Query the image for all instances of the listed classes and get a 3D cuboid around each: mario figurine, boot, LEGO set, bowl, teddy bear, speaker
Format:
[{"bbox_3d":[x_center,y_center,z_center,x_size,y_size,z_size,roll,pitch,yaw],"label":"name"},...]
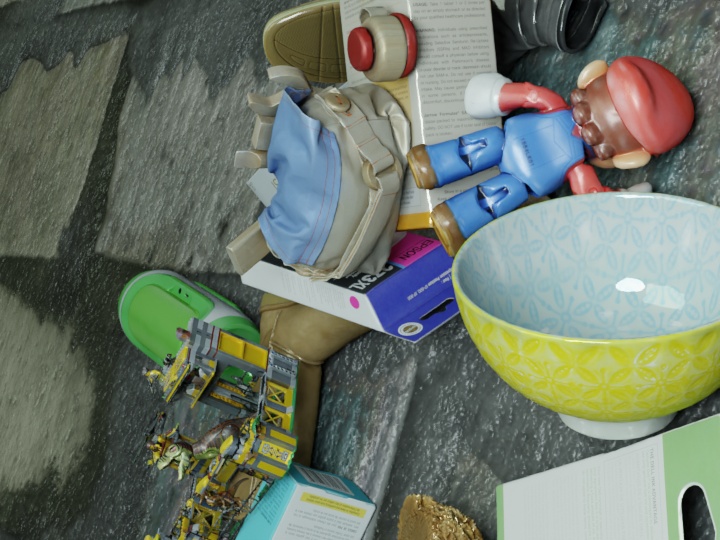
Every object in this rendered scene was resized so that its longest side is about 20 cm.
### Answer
[{"bbox_3d":[0.138,-0.080,1.058,0.198,0.124,0.106,-22,29,2],"label":"mario figurine"},{"bbox_3d":[0.121,-0.181,1.193,0.131,0.069,0.202,19,94,50],"label":"boot"},{"bbox_3d":[-0.136,0.137,1.215,0.200,0.115,0.155,-52,22,43],"label":"LEGO set"},{"bbox_3d":[-0.047,0.117,1.281,0.175,0.066,0.202,-15,62,60],"label":"boot"},{"bbox_3d":[0.160,0.040,0.952,0.200,0.199,0.109,41,144,55],"label":"bowl"},{"bbox_3d":[0.043,0.261,1.083,0.145,0.066,0.202,10,88,65],"label":"teddy bear"},{"bbox_3d":[-0.164,0.059,1.453,0.200,0.088,0.089,27,95,56],"label":"speaker"},{"bbox_3d":[-0.004,-0.233,1.303,0.155,0.198,0.073,-122,22,-52],"label":"boot"}]

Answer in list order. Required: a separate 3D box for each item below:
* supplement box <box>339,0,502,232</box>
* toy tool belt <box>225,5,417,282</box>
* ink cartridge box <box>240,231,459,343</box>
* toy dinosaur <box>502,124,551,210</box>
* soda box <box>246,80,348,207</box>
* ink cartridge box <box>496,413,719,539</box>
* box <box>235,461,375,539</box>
[{"bbox_3d":[0.047,-0.132,1.143,0.126,0.073,0.202,179,85,-67],"label":"supplement box"},{"bbox_3d":[-0.032,-0.087,1.088,0.125,0.122,0.201,-126,37,-48],"label":"toy tool belt"},{"bbox_3d":[0.000,0.000,1.205,0.199,0.094,0.037,20,130,41],"label":"ink cartridge box"},{"bbox_3d":[0.127,-0.055,1.139,0.200,0.060,0.107,-158,68,-65],"label":"toy dinosaur"},{"bbox_3d":[-0.028,-0.100,1.292,0.068,0.064,0.200,-42,3,-26],"label":"soda box"},{"bbox_3d":[0.167,0.186,0.949,0.199,0.048,0.147,-26,53,44],"label":"ink cartridge box"},{"bbox_3d":[-0.070,0.257,1.217,0.049,0.082,0.201,37,104,57],"label":"box"}]
